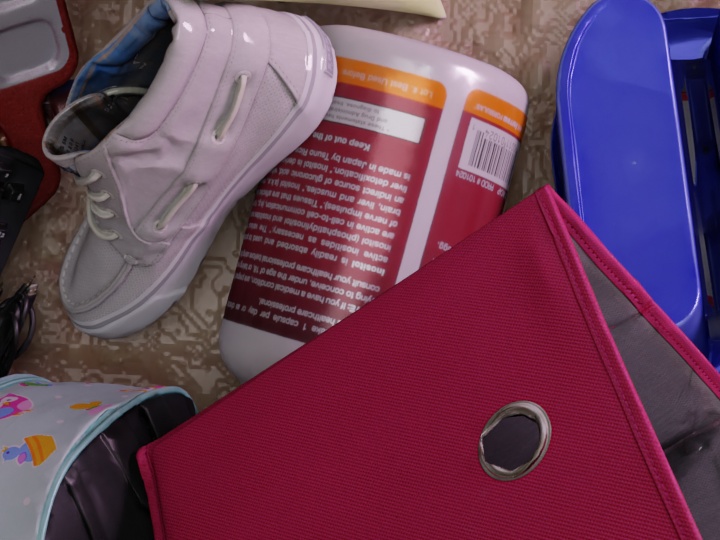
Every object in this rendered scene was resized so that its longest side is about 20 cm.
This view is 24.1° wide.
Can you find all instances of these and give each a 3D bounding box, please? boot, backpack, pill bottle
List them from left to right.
[{"bbox_3d":[-0.136,0.144,0.715,0.152,0.176,0.202,11,109,20],"label":"backpack"},{"bbox_3d":[-0.103,-0.046,0.738,0.200,0.095,0.074,-48,51,31],"label":"boot"},{"bbox_3d":[0.000,0.000,0.766,0.112,0.113,0.202,16,88,1],"label":"pill bottle"}]

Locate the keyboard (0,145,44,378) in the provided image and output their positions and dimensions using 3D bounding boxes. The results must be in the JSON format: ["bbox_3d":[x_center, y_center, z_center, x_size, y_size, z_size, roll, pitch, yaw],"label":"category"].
[{"bbox_3d":[-0.188,0.033,0.748,0.040,0.104,0.201,50,124,34],"label":"keyboard"}]

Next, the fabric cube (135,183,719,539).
[{"bbox_3d":[0.060,0.130,0.636,0.199,0.200,0.197,-32,45,16],"label":"fabric cube"}]

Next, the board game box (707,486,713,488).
[{"bbox_3d":[0.237,0.140,0.777,0.198,0.039,0.159,-11,119,13],"label":"board game box"}]

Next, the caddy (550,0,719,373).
[{"bbox_3d":[0.158,-0.037,0.769,0.140,0.105,0.202,-6,71,9],"label":"caddy"}]

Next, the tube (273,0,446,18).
[{"bbox_3d":[-0.017,-0.147,0.741,0.052,0.200,0.059,23,107,23],"label":"tube"}]

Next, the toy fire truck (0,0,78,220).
[{"bbox_3d":[-0.202,-0.079,0.752,0.167,0.112,0.201,-19,129,-11],"label":"toy fire truck"}]
